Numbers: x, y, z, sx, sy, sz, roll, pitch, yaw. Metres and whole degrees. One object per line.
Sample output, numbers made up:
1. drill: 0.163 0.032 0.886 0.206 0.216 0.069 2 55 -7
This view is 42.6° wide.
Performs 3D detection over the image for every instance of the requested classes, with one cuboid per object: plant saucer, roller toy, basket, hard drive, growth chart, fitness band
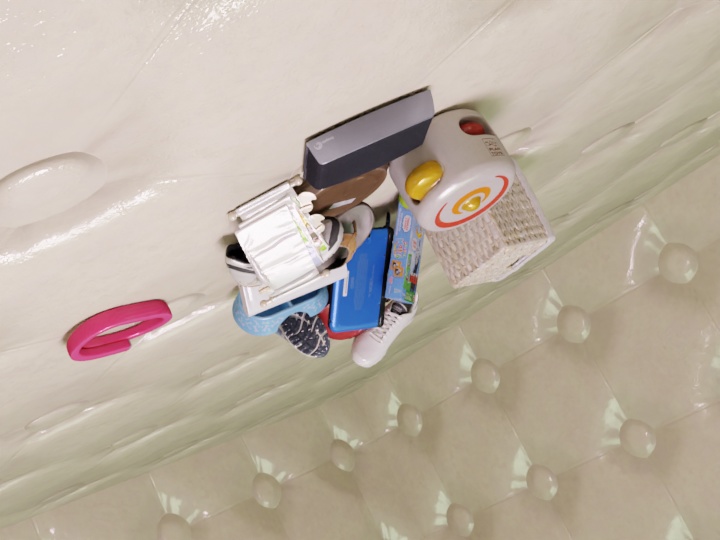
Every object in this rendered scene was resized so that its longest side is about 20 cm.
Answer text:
1. plant saucer: -0.036 -0.130 1.497 0.199 0.030 0.200 -27 168 -6
2. roller toy: 0.150 -0.156 1.487 0.181 0.140 0.200 -28 159 -3
3. basket: 0.251 -0.090 1.880 0.160 0.201 0.198 -15 162 -39
4. hard drive: 0.014 -0.185 1.344 0.199 0.043 0.135 -25 167 -13
5. hard drive: -0.120 -0.015 1.598 0.199 0.133 0.027 -22 -149 -23
6. growth chart: -0.118 -0.042 1.435 0.144 0.018 0.201 -21 125 -4
7. fitness band: -0.419 0.105 1.604 0.143 0.038 0.199 -37 166 36

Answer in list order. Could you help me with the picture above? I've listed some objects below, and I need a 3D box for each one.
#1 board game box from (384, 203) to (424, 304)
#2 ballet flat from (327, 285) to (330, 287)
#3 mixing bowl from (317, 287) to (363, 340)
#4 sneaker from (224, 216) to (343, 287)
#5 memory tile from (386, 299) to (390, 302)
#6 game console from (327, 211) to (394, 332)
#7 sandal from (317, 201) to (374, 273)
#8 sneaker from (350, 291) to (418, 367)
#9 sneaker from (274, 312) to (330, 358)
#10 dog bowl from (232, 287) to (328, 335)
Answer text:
1. board game box: 0.090 -0.041 1.770 0.036 0.202 0.151 7 177 13
2. ballet flat: -0.089 0.008 1.896 0.200 0.072 0.072 -36 165 25
3. mixing bowl: -0.031 0.072 1.936 0.200 0.108 0.200 -40 -164 14
4. sneaker: -0.123 -0.039 1.477 0.199 0.076 0.088 -26 146 1
5. memory tile: 0.069 -0.009 1.966 0.017 0.154 0.200 19 142 -22
6. game console: 0.000 0.000 1.769 0.169 0.202 0.118 -5 -159 -28
7. sandal: -0.049 -0.036 1.583 0.200 0.055 0.082 -38 127 -13
8. sneaker: 0.050 0.115 1.921 0.200 0.076 0.081 -50 174 -30
9. sneaker: -0.140 0.105 1.853 0.078 0.200 0.086 -49 169 -14
10. dog bowl: -0.154 0.049 1.796 0.199 0.112 0.050 -23 154 -21
